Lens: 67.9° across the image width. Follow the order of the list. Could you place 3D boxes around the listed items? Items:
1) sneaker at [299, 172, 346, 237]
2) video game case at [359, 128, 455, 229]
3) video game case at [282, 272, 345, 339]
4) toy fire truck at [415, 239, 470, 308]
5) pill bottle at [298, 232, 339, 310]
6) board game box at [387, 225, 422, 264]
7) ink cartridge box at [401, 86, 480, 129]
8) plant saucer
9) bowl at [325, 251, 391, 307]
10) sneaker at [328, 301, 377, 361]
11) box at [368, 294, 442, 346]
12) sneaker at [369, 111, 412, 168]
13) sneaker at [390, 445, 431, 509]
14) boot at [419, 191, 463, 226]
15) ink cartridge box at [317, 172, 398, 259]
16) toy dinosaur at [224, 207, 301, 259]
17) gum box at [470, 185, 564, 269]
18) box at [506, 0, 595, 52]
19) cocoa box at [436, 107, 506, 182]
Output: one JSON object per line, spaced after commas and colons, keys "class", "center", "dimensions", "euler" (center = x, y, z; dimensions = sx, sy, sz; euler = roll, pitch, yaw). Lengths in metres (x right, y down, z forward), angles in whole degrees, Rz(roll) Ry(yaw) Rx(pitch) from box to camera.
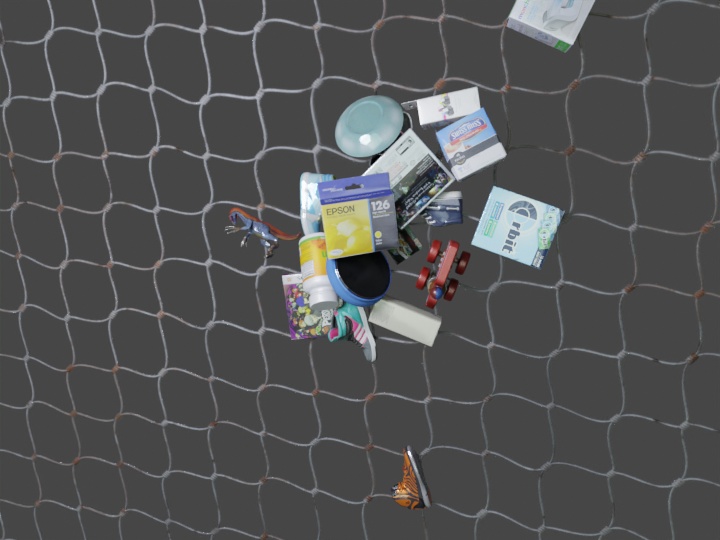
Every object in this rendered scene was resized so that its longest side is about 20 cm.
{"class": "sneaker", "center": [-0.103, -0.184, 1.540], "dimensions": [0.129, 0.080, 0.202], "euler": [-1, 99, 13]}
{"class": "video game case", "center": [0.121, -0.242, 1.429], "dimensions": [0.200, 0.023, 0.182], "euler": [-43, 99, 12]}
{"class": "video game case", "center": [-0.134, 0.101, 1.609], "dimensions": [0.180, 0.036, 0.202], "euler": [-6, 97, 12]}
{"class": "toy fire truck", "center": [0.220, 0.010, 1.455], "dimensions": [0.111, 0.168, 0.201], "euler": [23, 102, 8]}
{"class": "pill bottle", "center": [-0.111, 0.005, 1.512], "dimensions": [0.110, 0.111, 0.202], "euler": [-13, 69, 13]}
{"class": "board game box", "center": [0.083, -0.122, 1.514], "dimensions": [0.201, 0.023, 0.105], "euler": [55, 138, -1]}
{"class": "ink cartridge box", "center": [0.216, -0.424, 1.420], "dimensions": [0.198, 0.115, 0.068], "euler": [-8, 96, 13]}
{"class": "plant saucer", "center": [0.017, -0.404, 1.453], "dimensions": [0.199, 0.039, 0.203], "euler": [-8, 66, 18]}
{"class": "bowl", "center": [0.000, 0.000, 1.491], "dimensions": [0.201, 0.200, 0.039], "euler": [54, 140, 0]}
{"class": "sneaker", "center": [-0.029, 0.190, 1.547], "dimensions": [0.120, 0.084, 0.202], "euler": [-22, 104, -15]}
{"class": "box", "center": [0.130, 0.140, 1.544], "dimensions": [0.199, 0.068, 0.083], "euler": [23, 102, 7]}
{"class": "sneaker", "center": [0.085, -0.341, 1.467], "dimensions": [0.070, 0.099, 0.201], "euler": [26, 101, 9]}
{"class": "sneaker", "center": [0.136, 0.633, 1.609], "dimensions": [0.111, 0.078, 0.202], "euler": [-16, 95, 12]}
{"class": "boot", "center": [0.186, -0.165, 1.484], "dimensions": [0.198, 0.073, 0.091], "euler": [-4, 92, 11]}
{"class": "ink cartridge box", "center": [-0.004, -0.143, 1.410], "dimensions": [0.196, 0.047, 0.202], "euler": [-10, 106, -6]}
{"class": "toy dinosaur", "center": [-0.312, -0.125, 1.613], "dimensions": [0.199, 0.105, 0.182], "euler": [-27, 77, -23]}
{"class": "gum box", "center": [0.425, -0.118, 1.458], "dimensions": [0.199, 0.045, 0.171], "euler": [21, 101, 7]}
{"class": "box", "center": [0.491, -0.685, 1.337], "dimensions": [0.175, 0.097, 0.201], "euler": [27, 103, 4]}
{"class": "cocoa box", "center": [0.282, -0.317, 1.378], "dimensions": [0.133, 0.200, 0.132], "euler": [-26, 92, 13]}
